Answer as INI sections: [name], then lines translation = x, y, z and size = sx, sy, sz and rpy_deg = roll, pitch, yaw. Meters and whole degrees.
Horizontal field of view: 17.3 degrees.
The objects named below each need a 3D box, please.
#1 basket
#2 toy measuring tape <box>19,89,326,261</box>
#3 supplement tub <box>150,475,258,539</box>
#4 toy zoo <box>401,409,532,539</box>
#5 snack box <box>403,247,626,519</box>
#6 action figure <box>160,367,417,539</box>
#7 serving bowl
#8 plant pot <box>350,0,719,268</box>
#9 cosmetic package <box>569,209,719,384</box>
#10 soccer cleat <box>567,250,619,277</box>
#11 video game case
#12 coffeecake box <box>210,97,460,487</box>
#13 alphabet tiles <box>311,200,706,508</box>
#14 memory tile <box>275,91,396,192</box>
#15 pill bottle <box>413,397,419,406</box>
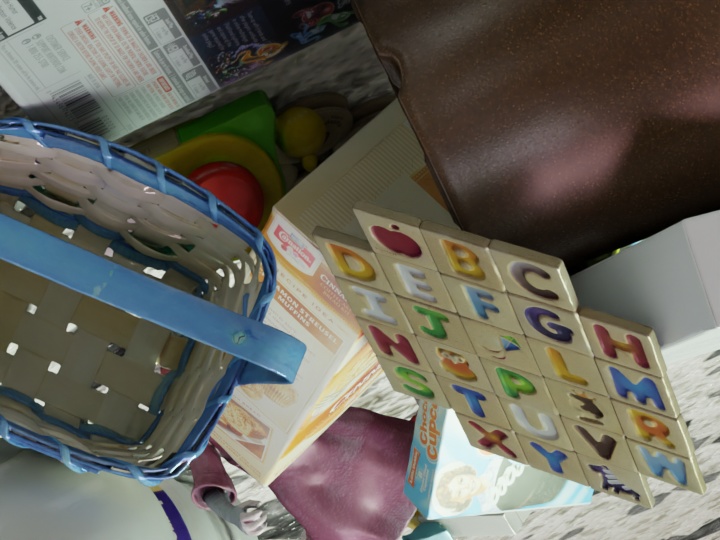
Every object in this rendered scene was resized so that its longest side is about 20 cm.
[basket]
translation = -0.125, 0.011, 1.025
size = 0.176, 0.139, 0.200
rpy_deg = 25, 174, -12
[toy measuring tape]
translation = -0.105, -0.023, 1.153
size = 0.200, 0.074, 0.074
rpy_deg = -25, 160, 0
[supplement tub]
translation = -0.178, 0.210, 1.543
size = 0.200, 0.146, 0.145
rpy_deg = -8, 154, -38
[toy zoo]
translation = 0.084, 0.106, 1.521
size = 0.131, 0.020, 0.200
rpy_deg = 5, -134, 46
[snack box]
translation = 0.097, 0.047, 1.380
size = 0.116, 0.037, 0.200
rpy_deg = -3, 115, -26
[action figure]
translation = -0.049, 0.095, 1.433
size = 0.134, 0.200, 0.149
rpy_deg = -59, -164, -7
[serving bowl]
translation = -0.188, 0.120, 1.078
size = 0.200, 0.066, 0.200
rpy_deg = -12, -170, 2
[plant pot]
translation = 0.113, -0.098, 1.035
size = 0.198, 0.201, 0.200
rpy_deg = -25, 160, 3
[cosmetic package]
translation = 0.193, -0.004, 1.029
size = 0.200, 0.052, 0.151
rpy_deg = -14, 175, -24
[soccer cleat]
translation = 0.102, -0.003, 1.165
size = 0.084, 0.065, 0.200
rpy_deg = -28, -174, 25
[video game case]
translation = -0.077, -0.126, 1.006
size = 0.182, 0.023, 0.200
rpy_deg = -25, 159, 3
[coffeecake box]
translation = 0.000, 0.000, 1.205
size = 0.153, 0.073, 0.200
rpy_deg = -42, 171, -34
[alphabet tiles]
translation = 0.066, 0.040, 1.037
size = 0.006, 0.166, 0.200
rpy_deg = -58, 148, -23
[memory tile]
translation = -0.003, -0.048, 1.290
size = 0.200, 0.017, 0.153
rpy_deg = -4, 152, -44
[pill bottle]
translation = 0.123, 0.024, 1.474
size = 0.200, 0.111, 0.111
rpy_deg = -27, 160, 7
